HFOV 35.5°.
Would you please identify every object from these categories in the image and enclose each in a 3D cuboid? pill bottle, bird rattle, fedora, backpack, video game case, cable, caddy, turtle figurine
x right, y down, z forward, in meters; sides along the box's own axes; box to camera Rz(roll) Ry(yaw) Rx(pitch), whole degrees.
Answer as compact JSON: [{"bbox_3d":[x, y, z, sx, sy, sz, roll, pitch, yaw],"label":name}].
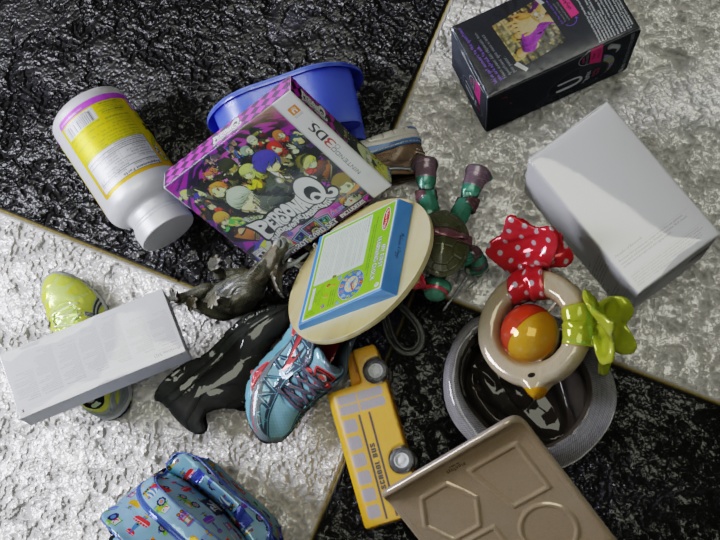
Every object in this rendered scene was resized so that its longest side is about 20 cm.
[{"bbox_3d":[-0.291,-0.124,1.399,0.104,0.104,0.200,-35,76,-3],"label":"pill bottle"},{"bbox_3d":[0.195,0.045,1.225,0.200,0.113,0.163,44,97,23],"label":"bird rattle"},{"bbox_3d":[0.190,0.141,1.290,0.200,0.090,0.177,36,81,19],"label":"fedora"},{"bbox_3d":[-0.185,0.290,1.237,0.183,0.200,0.135,40,83,14],"label":"backpack"},{"bbox_3d":[-0.095,-0.107,1.311,0.200,0.181,0.036,-33,37,23],"label":"video game case"},{"bbox_3d":[0.013,0.016,1.374,0.200,0.050,0.097,41,81,2],"label":"cable"},{"bbox_3d":[-0.086,-0.190,1.374,0.200,0.141,0.105,-19,76,0],"label":"caddy"},{"bbox_3d":[0.093,-0.031,1.325,0.150,0.101,0.200,16,74,-16],"label":"turtle figurine"}]

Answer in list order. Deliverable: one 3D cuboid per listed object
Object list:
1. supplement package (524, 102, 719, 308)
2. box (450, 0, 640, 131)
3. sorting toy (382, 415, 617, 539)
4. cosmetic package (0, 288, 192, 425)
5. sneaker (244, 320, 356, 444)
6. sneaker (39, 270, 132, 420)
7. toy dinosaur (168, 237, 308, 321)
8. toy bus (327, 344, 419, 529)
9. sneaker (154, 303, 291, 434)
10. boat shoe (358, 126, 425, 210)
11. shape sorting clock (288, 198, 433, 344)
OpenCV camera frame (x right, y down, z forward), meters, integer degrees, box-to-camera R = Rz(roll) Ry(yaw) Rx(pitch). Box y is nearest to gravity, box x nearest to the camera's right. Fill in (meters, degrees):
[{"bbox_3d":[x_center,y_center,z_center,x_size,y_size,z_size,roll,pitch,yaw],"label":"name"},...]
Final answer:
[{"bbox_3d":[0.299,-0.071,1.314,0.120,0.121,0.200,-36,76,-3],"label":"supplement package"},{"bbox_3d":[0.221,-0.270,1.371,0.200,0.122,0.106,-24,76,0],"label":"box"},{"bbox_3d":[0.152,0.266,1.228,0.185,0.036,0.200,-34,104,21],"label":"sorting toy"},{"bbox_3d":[-0.303,0.101,1.295,0.200,0.051,0.083,-22,72,-5],"label":"cosmetic package"},{"bbox_3d":[-0.064,0.112,1.296,0.079,0.096,0.200,30,85,-26],"label":"sneaker"},{"bbox_3d":[-0.336,0.084,1.367,0.075,0.076,0.200,-30,74,0],"label":"sneaker"},{"bbox_3d":[-0.161,0.033,1.350,0.200,0.102,0.077,-34,56,32],"label":"toy dinosaur"},{"bbox_3d":[0.017,0.192,1.310,0.078,0.065,0.200,-18,76,3],"label":"toy bus"},{"bbox_3d":[-0.147,0.117,1.350,0.200,0.076,0.091,-39,87,0],"label":"sneaker"},{"bbox_3d":[-0.013,-0.113,1.383,0.200,0.072,0.072,-21,76,1],"label":"boat shoe"},{"bbox_3d":[0.000,0.000,1.270,0.039,0.200,0.200,42,81,-30],"label":"shape sorting clock"}]
